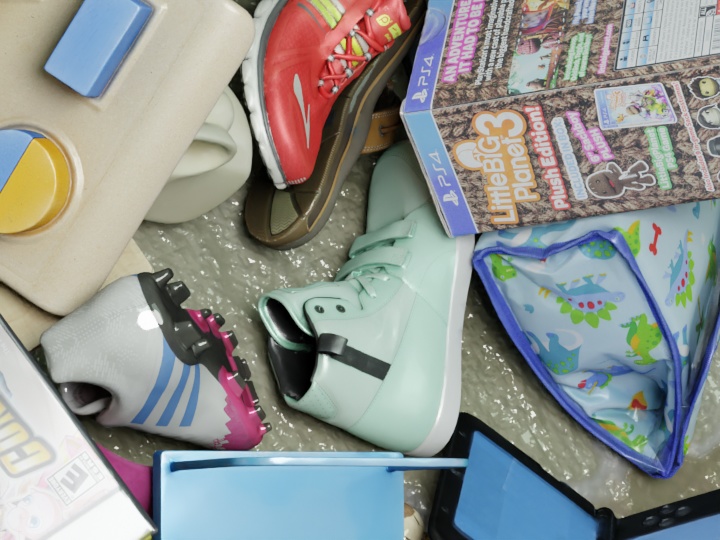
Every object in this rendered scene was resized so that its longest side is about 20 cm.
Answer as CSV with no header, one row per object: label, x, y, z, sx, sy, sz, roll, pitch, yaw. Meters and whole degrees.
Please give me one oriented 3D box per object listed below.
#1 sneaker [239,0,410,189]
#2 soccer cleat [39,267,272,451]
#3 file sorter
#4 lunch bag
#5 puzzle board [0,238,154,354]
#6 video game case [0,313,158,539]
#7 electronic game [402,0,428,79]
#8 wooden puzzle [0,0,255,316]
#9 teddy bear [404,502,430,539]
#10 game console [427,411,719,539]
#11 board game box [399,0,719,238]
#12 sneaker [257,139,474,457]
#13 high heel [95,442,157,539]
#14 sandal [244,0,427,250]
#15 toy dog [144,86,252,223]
sneaker,-0.015,-0.139,1.577,0.077,0.084,0.201,64,34,-54
soccer cleat,-0.111,0.056,1.439,0.086,0.200,0.070,-25,65,4
file sorter,-0.020,0.190,1.366,0.138,0.123,0.201,2,83,-24
lunch bag,0.170,0.001,1.652,0.200,0.127,0.170,62,37,-34
puzzle board,-0.230,-0.006,1.404,0.200,0.017,0.151,-33,82,-13
video game case,-0.230,0.104,1.340,0.180,0.026,0.200,-36,87,-16
electronic game,0.114,-0.145,1.757,0.199,0.042,0.201,11,65,-24
wooden puzzle,-0.182,-0.102,1.370,0.200,0.186,0.046,33,7,1
teddy bear,0.052,0.196,1.502,0.145,0.067,0.200,-30,84,-44
game console,0.145,0.137,1.517,0.200,0.175,0.117,-69,140,-71
board game box,0.140,-0.118,1.560,0.160,0.199,0.097,-76,151,-46
sneaker,0.000,0.000,1.571,0.118,0.074,0.201,19,57,-32
high heel,-0.120,0.105,1.439,0.200,0.067,0.096,40,52,-25
sandal,-0.006,-0.084,1.620,0.055,0.081,0.201,46,47,-31
toy dog,-0.143,-0.128,1.512,0.193,0.139,0.201,-13,71,-48
